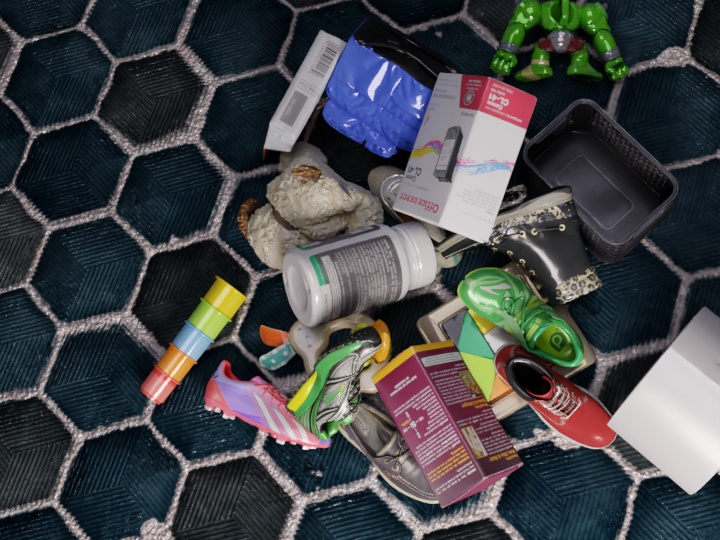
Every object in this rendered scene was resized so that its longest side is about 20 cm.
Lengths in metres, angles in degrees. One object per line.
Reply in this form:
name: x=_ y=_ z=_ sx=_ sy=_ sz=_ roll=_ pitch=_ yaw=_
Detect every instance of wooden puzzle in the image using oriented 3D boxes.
wooden puzzle: x=0.205 y=0.097 z=1.503 sx=0.199 sy=0.037 sz=0.186 roll=-30 pitch=72 yaw=-2

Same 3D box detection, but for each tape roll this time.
tape roll: x=0.434 y=0.166 z=1.367 sx=0.139 sy=0.203 sz=0.203 roll=40 pitch=82 yaw=17

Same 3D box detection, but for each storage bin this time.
storage bin: x=0.339 y=-0.128 z=1.523 sx=0.135 sy=0.094 sz=0.200 roll=-41 pitch=74 yaw=-6

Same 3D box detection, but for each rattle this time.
rattle: x=-0.059 y=0.106 z=1.485 sx=0.198 sy=0.143 sz=0.131 roll=17 pitch=94 yaw=6

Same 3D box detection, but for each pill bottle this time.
pill bottle: x=0.000 y=0.000 z=1.490 sx=0.199 sy=0.113 sz=0.114 roll=-16 pitch=71 yaw=-23

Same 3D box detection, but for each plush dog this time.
plush dog: x=-0.091 y=-0.077 z=1.549 sx=0.200 sy=0.160 sz=0.172 roll=40 pitch=106 yaw=16

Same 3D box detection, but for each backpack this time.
backpack: x=0.058 y=-0.254 z=1.559 sx=0.199 sy=0.163 sz=0.168 roll=28 pitch=122 yaw=-2

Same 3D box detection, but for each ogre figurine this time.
ogre figurine: x=0.301 y=-0.348 z=1.592 sx=0.198 sy=0.098 sz=0.121 roll=2 pitch=85 yaw=20

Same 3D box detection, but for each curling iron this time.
curling iron: x=0.168 y=-0.092 z=1.479 sx=0.049 sy=0.200 sz=0.026 roll=-23 pitch=94 yaw=-22

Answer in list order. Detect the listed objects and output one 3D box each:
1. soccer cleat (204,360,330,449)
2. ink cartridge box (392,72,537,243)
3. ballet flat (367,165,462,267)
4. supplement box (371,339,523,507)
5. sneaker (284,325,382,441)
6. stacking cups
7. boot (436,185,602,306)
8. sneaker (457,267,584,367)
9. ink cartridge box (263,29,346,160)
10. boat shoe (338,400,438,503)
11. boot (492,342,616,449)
soccer cleat: x=-0.129 y=0.194 z=1.502 sx=0.199 sy=0.067 sz=0.077 roll=19 pitch=87 yaw=17
ink cartridge box: x=0.136 y=-0.154 z=1.411 sx=0.085 sy=0.147 sz=0.202 roll=19 pitch=93 yaw=-27
ballet flat: x=0.083 y=-0.091 z=1.560 sx=0.067 sy=0.062 sz=0.200 roll=-40 pitch=73 yaw=-6
supplement box: x=0.116 y=0.203 z=1.432 sx=0.086 sy=0.110 sz=0.201 roll=-40 pitch=69 yaw=30
sneaker: x=-0.020 y=0.150 z=1.413 sx=0.085 sy=0.200 sz=0.078 roll=45 pitch=41 yaw=13
stacking cups: x=-0.243 y=0.106 z=1.548 sx=0.060 sy=0.061 sz=0.201 roll=32 pitch=82 yaw=15
boot: x=0.222 y=-0.014 z=1.471 sx=0.202 sy=0.073 sz=0.155 roll=-23 pitch=95 yaw=13
sneaker: x=0.223 y=0.061 z=1.420 sx=0.199 sy=0.084 sz=0.074 roll=32 pitch=94 yaw=-5
ink cartridge box: x=-0.087 y=-0.245 z=1.565 sx=0.047 sy=0.200 sz=0.161 roll=27 pitch=78 yaw=-3
boat shoe: x=0.041 y=0.246 z=1.465 sx=0.200 sy=0.065 sz=0.072 roll=41 pitch=82 yaw=16
boot: x=0.265 y=0.177 z=1.398 sx=0.199 sy=0.144 sz=0.073 roll=37 pitch=92 yaw=-3
